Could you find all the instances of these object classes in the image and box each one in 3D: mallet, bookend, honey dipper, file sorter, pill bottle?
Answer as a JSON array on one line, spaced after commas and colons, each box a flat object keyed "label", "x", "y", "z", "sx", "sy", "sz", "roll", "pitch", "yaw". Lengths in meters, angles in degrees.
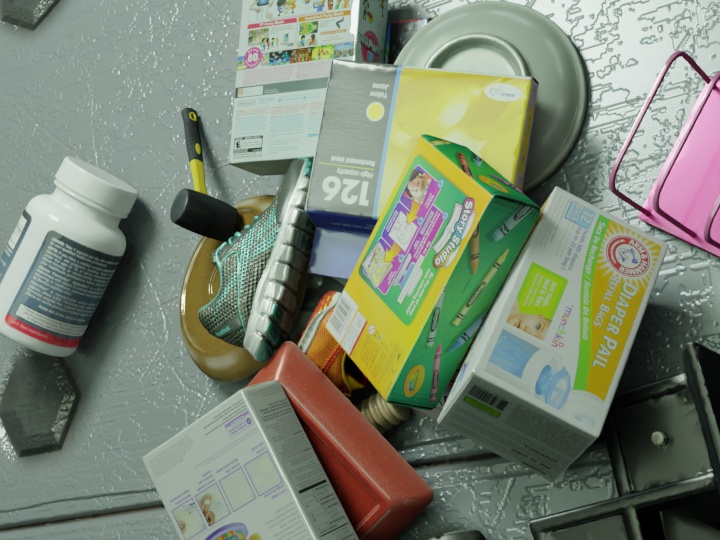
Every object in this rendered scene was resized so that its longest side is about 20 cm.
[{"label": "mallet", "x": -0.182, "y": -0.111, "z": 1.363, "sx": 0.041, "sy": 0.066, "sz": 0.201, "roll": -50, "pitch": 42, "yaw": 29}, {"label": "bookend", "x": 0.223, "y": 0.187, "z": 1.057, "sx": 0.198, "sy": 0.092, "sz": 0.201, "roll": -20, "pitch": 69, "yaw": 27}, {"label": "honey dipper", "x": -0.038, "y": 0.173, "z": 1.260, "sx": 0.200, "sy": 0.038, "sz": 0.038, "roll": -33, "pitch": 64, "yaw": 26}, {"label": "file sorter", "x": 0.322, "y": -0.076, "z": 1.034, "sx": 0.200, "sy": 0.125, "sz": 0.140, "roll": 30, "pitch": 96, "yaw": 33}, {"label": "pill bottle", "x": -0.331, "y": -0.017, "z": 1.431, "sx": 0.119, "sy": 0.119, "sz": 0.201, "roll": 31, "pitch": 96, "yaw": 33}]

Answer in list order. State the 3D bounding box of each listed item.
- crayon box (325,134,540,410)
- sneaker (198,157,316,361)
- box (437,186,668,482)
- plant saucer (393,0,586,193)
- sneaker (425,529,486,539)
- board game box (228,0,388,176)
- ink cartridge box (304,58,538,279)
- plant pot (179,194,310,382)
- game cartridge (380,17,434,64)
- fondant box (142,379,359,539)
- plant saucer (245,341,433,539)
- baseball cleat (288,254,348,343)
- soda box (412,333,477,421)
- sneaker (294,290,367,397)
[{"label": "crayon box", "x": 0.057, "y": 0.001, "z": 1.088, "sx": 0.119, "sy": 0.058, "sz": 0.201, "roll": 47, "pitch": 116, "yaw": 48}, {"label": "sneaker", "x": -0.097, "y": -0.019, "z": 1.224, "sx": 0.091, "sy": 0.078, "sz": 0.201, "roll": 14, "pitch": 76, "yaw": 16}, {"label": "box", "x": 0.159, "y": 0.050, "z": 1.051, "sx": 0.112, "sy": 0.101, "sz": 0.201, "roll": 27, "pitch": 58, "yaw": 1}, {"label": "plant saucer", "x": 0.110, "y": -0.165, "z": 1.208, "sx": 0.199, "sy": 0.050, "sz": 0.201, "roll": -4, "pitch": 79, "yaw": 19}, {"label": "sneaker", "x": 0.031, "y": 0.302, "z": 1.162, "sx": 0.199, "sy": 0.075, "sz": 0.080, "roll": -29, "pitch": 68, "yaw": 24}, {"label": "board game box", "x": -0.052, "y": -0.202, "z": 1.295, "sx": 0.147, "sy": 0.064, "sz": 0.201, "roll": -1, "pitch": 81, "yaw": 31}, {"label": "ink cartridge box", "x": 0.050, "y": -0.084, "z": 1.169, "sx": 0.197, "sy": 0.047, "sz": 0.201, "roll": 8, "pitch": 86, "yaw": 20}, {"label": "plant pot", "x": -0.128, "y": 0.014, "z": 1.319, "sx": 0.199, "sy": 0.027, "sz": 0.201, "roll": -22, "pitch": 58, "yaw": 40}, {"label": "game cartridge", "x": 0.012, "y": -0.186, "z": 1.307, "sx": 0.199, "sy": 0.038, "sz": 0.130, "roll": -1, "pitch": 83, "yaw": 32}, {"label": "fondant box", "x": -0.094, "y": 0.221, "z": 1.156, "sx": 0.144, "sy": 0.058, "sz": 0.201, "roll": -34, "pitch": 76, "yaw": 31}, {"label": "plant saucer", "x": -0.063, "y": 0.203, "z": 1.203, "sx": 0.200, "sy": 0.037, "sz": 0.200, "roll": 46, "pitch": 118, "yaw": 9}, {"label": "baseball cleat", "x": 0.000, "y": 0.000, "z": 1.251, "sx": 0.199, "sy": 0.070, "sz": 0.107, "roll": -25, "pitch": 68, "yaw": 24}, {"label": "soda box", "x": 0.105, "y": 0.105, "z": 1.152, "sx": 0.199, "sy": 0.064, "sz": 0.068, "roll": 24, "pitch": 53, "yaw": 33}, {"label": "sneaker", "x": -0.041, "y": 0.112, "z": 1.230, "sx": 0.077, "sy": 0.073, "sz": 0.200, "roll": 31, "pitch": 126, "yaw": 2}]
